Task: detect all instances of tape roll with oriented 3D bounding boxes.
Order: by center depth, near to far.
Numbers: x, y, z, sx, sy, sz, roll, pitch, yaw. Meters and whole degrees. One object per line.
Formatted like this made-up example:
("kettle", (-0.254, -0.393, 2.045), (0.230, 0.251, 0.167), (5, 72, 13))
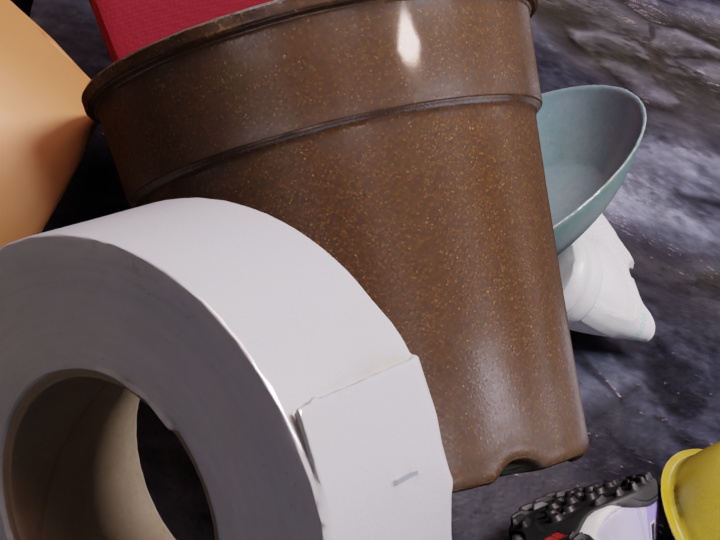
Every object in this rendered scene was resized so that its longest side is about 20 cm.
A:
("tape roll", (-0.067, 0.077, 0.615), (0.202, 0.203, 0.071), (36, 31, 26))

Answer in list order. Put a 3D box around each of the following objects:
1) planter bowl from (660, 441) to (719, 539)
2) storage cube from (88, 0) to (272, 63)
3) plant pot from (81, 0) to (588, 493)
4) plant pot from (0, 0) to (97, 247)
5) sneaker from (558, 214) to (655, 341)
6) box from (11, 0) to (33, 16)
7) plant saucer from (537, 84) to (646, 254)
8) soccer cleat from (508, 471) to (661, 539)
("planter bowl", (0.243, 0.129, 0.804), (0.200, 0.083, 0.200), (31, 23, -15))
("storage cube", (-0.039, -0.145, 0.908), (0.200, 0.180, 0.171), (-18, 27, 1))
("plant pot", (0.000, 0.000, 0.737), (0.200, 0.200, 0.199), (-8, 83, -42))
("plant pot", (-0.209, -0.058, 0.783), (0.140, 0.200, 0.200), (31, 26, -16))
("sneaker", (0.124, -0.021, 1.064), (0.088, 0.075, 0.200), (24, 28, -26))
("box", (-0.246, -0.184, 0.943), (0.106, 0.200, 0.122), (-8, 40, -41))
("plant saucer", (0.075, -0.034, 0.978), (0.039, 0.201, 0.201), (60, 18, -23))
("soccer cleat", (0.101, 0.143, 0.772), (0.068, 0.073, 0.200), (-18, 3, 18))
